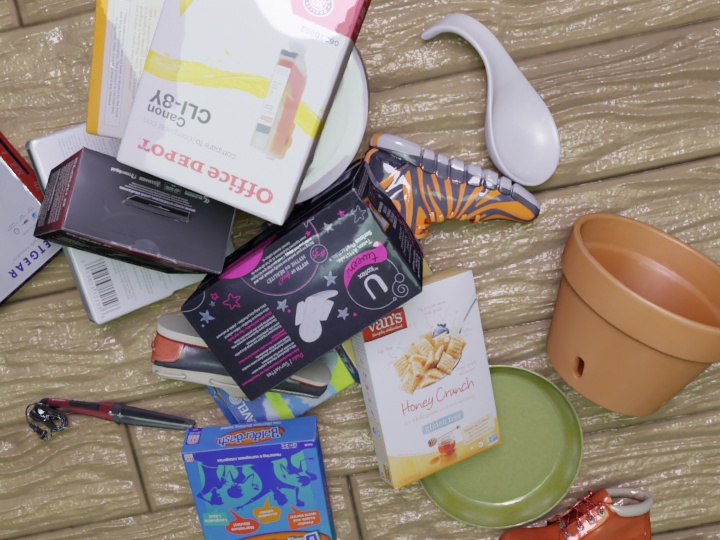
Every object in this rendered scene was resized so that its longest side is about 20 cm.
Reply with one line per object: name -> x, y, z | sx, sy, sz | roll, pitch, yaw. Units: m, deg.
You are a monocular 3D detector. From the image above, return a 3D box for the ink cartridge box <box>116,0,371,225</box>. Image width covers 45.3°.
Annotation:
ink cartridge box -> -0.089, -0.156, 0.682 | 0.143, 0.083, 0.203 | 21, 101, -4

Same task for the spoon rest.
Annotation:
spoon rest -> 0.143, -0.179, 0.894 | 0.099, 0.060, 0.201 | -41, 99, -30

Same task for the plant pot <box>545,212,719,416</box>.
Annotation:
plant pot -> 0.282, 0.053, 0.896 | 0.197, 0.201, 0.142 | 21, 120, -4

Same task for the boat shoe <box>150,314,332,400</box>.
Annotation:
boat shoe -> -0.129, 0.104, 0.919 | 0.196, 0.071, 0.064 | 15, 106, 2

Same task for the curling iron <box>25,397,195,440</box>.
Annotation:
curling iron -> -0.291, 0.176, 1.007 | 0.196, 0.026, 0.050 | 3, 67, -3

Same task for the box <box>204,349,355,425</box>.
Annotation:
box -> -0.090, 0.103, 0.979 | 0.198, 0.048, 0.123 | -31, 100, 7

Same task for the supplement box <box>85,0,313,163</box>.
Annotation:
supplement box -> -0.131, -0.170, 0.760 | 0.196, 0.074, 0.128 | 10, 102, -1

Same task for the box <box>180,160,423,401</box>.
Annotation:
box -> -0.048, 0.008, 0.820 | 0.198, 0.132, 0.116 | -32, 102, 14

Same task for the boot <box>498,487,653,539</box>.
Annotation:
boot -> 0.245, 0.298, 0.993 | 0.196, 0.075, 0.109 | 1, 110, -14

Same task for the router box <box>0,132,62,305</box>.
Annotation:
router box -> -0.439, -0.047, 0.950 | 0.199, 0.049, 0.180 | -39, 99, 9

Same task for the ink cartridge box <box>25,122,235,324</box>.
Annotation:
ink cartridge box -> -0.243, -0.068, 0.937 | 0.172, 0.043, 0.203 | -23, 104, -26

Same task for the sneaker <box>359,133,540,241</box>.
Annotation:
sneaker -> 0.085, -0.059, 0.909 | 0.197, 0.078, 0.114 | 19, 88, -3

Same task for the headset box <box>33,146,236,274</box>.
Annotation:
headset box -> -0.214, -0.050, 0.815 | 0.147, 0.199, 0.079 | 16, 81, -27

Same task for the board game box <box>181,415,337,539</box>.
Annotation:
board game box -> -0.110, 0.266, 0.991 | 0.149, 0.045, 0.203 | -7, 119, 3

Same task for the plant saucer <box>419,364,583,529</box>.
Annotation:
plant saucer -> 0.158, 0.201, 1.004 | 0.196, 0.031, 0.204 | 0, 104, 1

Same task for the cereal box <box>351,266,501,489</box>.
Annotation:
cereal box -> 0.070, 0.112, 0.921 | 0.142, 0.039, 0.204 | -18, 105, -22

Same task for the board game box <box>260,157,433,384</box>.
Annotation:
board game box -> 0.000, 0.000, 0.931 | 0.135, 0.035, 0.202 | -34, 101, -18

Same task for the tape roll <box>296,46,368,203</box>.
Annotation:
tape roll -> -0.089, -0.173, 0.868 | 0.199, 0.139, 0.207 | 0, 102, 1
